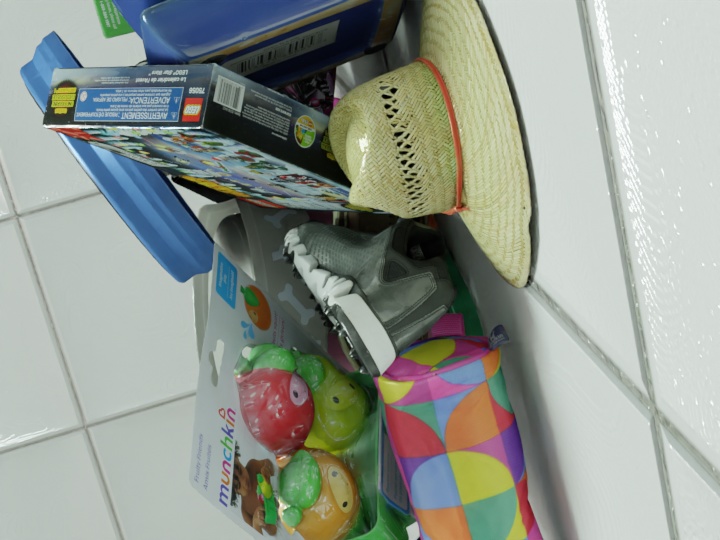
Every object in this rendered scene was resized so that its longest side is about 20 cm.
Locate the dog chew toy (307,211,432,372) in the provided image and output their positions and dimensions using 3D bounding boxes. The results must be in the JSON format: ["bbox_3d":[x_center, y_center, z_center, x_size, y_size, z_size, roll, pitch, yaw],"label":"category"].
[{"bbox_3d":[0.000,0.000,1.145,0.125,0.123,0.202,-133,34,-76],"label":"dog chew toy"}]

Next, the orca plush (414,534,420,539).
[{"bbox_3d":[0.067,0.217,1.226,0.200,0.105,0.072,22,-97,-58],"label":"orca plush"}]

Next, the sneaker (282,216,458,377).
[{"bbox_3d":[0.010,0.001,0.940,0.067,0.090,0.200,60,176,-21],"label":"sneaker"}]

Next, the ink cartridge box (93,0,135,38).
[{"bbox_3d":[-0.145,-0.297,1.283,0.147,0.198,0.084,84,171,-55],"label":"ink cartridge box"}]

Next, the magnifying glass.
[{"bbox_3d":[0.053,-0.005,1.074,0.080,0.022,0.201,99,156,-68],"label":"magnifying glass"}]

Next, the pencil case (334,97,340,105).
[{"bbox_3d":[-0.086,-0.139,1.326,0.200,0.088,0.089,-52,-47,-57],"label":"pencil case"}]

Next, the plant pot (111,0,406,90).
[{"bbox_3d":[-0.072,-0.211,0.904,0.200,0.199,0.181,122,126,-81],"label":"plant pot"}]

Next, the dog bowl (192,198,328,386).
[{"bbox_3d":[-0.077,0.030,1.117,0.200,0.058,0.202,178,90,-71],"label":"dog bowl"}]

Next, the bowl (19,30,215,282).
[{"bbox_3d":[-0.169,-0.076,1.050,0.201,0.039,0.201,53,177,4],"label":"bowl"}]

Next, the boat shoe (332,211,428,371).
[{"bbox_3d":[0.016,-0.007,1.030,0.075,0.074,0.204,-151,49,-65],"label":"boat shoe"}]

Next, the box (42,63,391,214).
[{"bbox_3d":[-0.073,-0.077,0.906,0.199,0.136,0.040,19,-100,-49],"label":"box"}]

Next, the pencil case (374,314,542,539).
[{"bbox_3d":[0.071,0.134,0.936,0.088,0.088,0.202,-133,28,-76],"label":"pencil case"}]

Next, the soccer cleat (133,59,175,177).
[{"bbox_3d":[-0.126,-0.125,1.058,0.069,0.085,0.200,54,180,-20],"label":"soccer cleat"}]

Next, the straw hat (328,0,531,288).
[{"bbox_3d":[0.027,-0.072,0.847,0.201,0.084,0.203,163,90,-83],"label":"straw hat"}]

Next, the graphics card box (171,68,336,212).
[{"bbox_3d":[-0.082,-0.142,1.205,0.051,0.125,0.201,-22,52,43],"label":"graphics card box"}]

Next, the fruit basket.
[{"bbox_3d":[-0.037,0.104,0.955,0.200,0.093,0.186,53,-152,-41],"label":"fruit basket"}]
